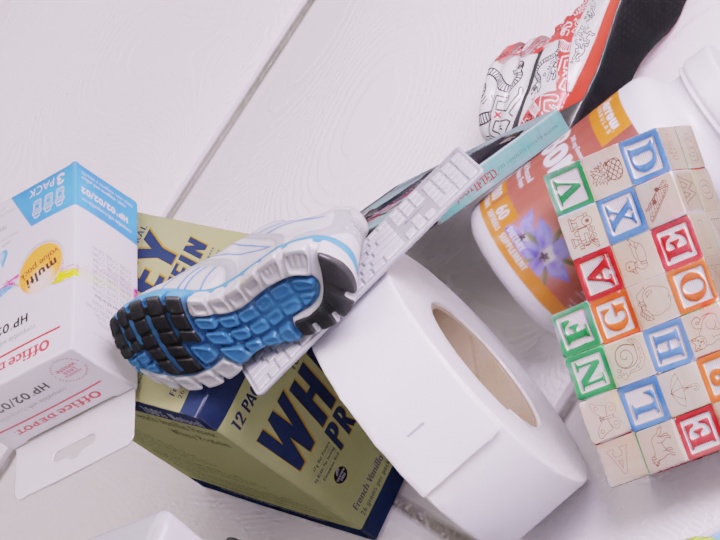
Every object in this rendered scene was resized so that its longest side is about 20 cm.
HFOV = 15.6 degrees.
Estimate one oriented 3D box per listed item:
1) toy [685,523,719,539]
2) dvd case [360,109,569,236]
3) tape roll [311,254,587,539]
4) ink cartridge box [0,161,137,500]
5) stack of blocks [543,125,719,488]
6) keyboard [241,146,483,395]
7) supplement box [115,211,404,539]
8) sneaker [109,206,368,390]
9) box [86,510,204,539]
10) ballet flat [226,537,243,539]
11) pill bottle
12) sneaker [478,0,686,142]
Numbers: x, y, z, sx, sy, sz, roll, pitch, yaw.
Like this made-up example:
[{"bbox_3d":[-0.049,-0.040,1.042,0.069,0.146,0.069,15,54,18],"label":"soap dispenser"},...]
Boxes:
[{"bbox_3d":[0.206,0.203,1.589,0.199,0.047,0.116,-35,45,20],"label":"toy"},{"bbox_3d":[0.040,-0.047,1.846,0.146,0.022,0.200,-36,6,-37],"label":"dvd case"},{"bbox_3d":[0.056,0.083,1.697,0.071,0.202,0.203,-41,41,11],"label":"tape roll"},{"bbox_3d":[-0.214,0.041,1.775,0.115,0.068,0.201,-27,47,28],"label":"ink cartridge box"},{"bbox_3d":[0.183,0.022,1.653,0.115,0.058,0.201,-22,83,30],"label":"stack of blocks"},{"bbox_3d":[0.000,0.000,1.661,0.200,0.011,0.056,-45,17,2],"label":"keyboard"},{"bbox_3d":[-0.085,0.071,1.839,0.199,0.200,0.135,11,70,47],"label":"supplement box"},{"bbox_3d":[-0.072,0.013,1.680,0.199,0.075,0.087,-19,26,31],"label":"sneaker"},{"bbox_3d":[-0.131,0.293,1.592,0.171,0.200,0.200,-24,35,44],"label":"box"},{"bbox_3d":[-0.128,0.261,1.767,0.200,0.068,0.068,-50,9,-22],"label":"ballet flat"},{"bbox_3d":[0.180,-0.056,1.750,0.200,0.112,0.113,-39,42,15],"label":"pill bottle"},{"bbox_3d":[0.157,-0.169,1.888,0.108,0.067,0.202,16,76,45],"label":"sneaker"}]
